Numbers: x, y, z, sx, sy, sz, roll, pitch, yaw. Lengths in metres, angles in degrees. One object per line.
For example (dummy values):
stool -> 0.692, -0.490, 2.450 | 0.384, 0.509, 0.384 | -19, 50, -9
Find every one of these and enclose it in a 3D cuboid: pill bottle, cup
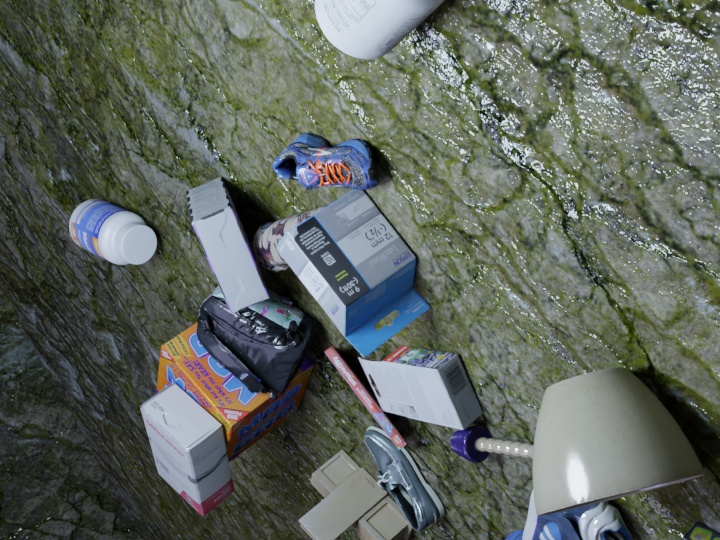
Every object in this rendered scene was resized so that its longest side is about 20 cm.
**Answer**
pill bottle -> 0.039, -0.323, 1.119 | 0.115, 0.114, 0.200 | 57, 149, -2
pill bottle -> -0.508, -0.075, 2.123 | 0.200, 0.112, 0.113 | 21, 135, 45
cup -> 0.288, 0.197, 1.220 | 0.200, 0.199, 0.144 | -41, 58, 59

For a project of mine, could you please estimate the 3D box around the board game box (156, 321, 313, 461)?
board game box -> -0.239, 0.205, 1.924 | 0.200, 0.200, 0.200 | 46, 148, 16

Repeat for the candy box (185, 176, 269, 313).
candy box -> -0.224, -0.046, 1.713 | 0.200, 0.071, 0.168 | -123, 11, -68

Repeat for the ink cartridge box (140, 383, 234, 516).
ink cartridge box -> -0.312, 0.324, 1.862 | 0.145, 0.085, 0.201 | 34, 145, 32

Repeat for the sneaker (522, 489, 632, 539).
sneaker -> 0.309, 0.381, 1.441 | 0.146, 0.080, 0.201 | 30, 142, 34

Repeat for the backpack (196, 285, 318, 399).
backpack -> -0.186, 0.105, 1.797 | 0.199, 0.127, 0.167 | 30, 116, 6

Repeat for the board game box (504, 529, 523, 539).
board game box -> 0.240, 0.541, 1.574 | 0.200, 0.199, 0.043 | 52, 149, 5

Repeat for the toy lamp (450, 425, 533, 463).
toy lamp -> 0.205, 0.258, 1.493 | 0.200, 0.058, 0.058 | -6, 114, 57

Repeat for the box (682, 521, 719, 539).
box -> 0.488, 0.400, 1.252 | 0.200, 0.035, 0.111 | 25, 138, 41

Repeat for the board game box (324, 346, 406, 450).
board game box -> 0.009, 0.212, 1.718 | 0.200, 0.019, 0.103 | 53, 178, 5

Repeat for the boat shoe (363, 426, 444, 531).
boat shoe -> 0.064, 0.362, 1.784 | 0.200, 0.062, 0.073 | 52, 149, 6

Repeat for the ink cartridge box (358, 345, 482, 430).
ink cartridge box -> 0.089, 0.175, 1.586 | 0.200, 0.050, 0.109 | 3, 122, 55

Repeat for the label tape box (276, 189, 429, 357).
label tape box -> 0.000, 0.000, 1.450 | 0.200, 0.143, 0.066 | 51, 149, 9

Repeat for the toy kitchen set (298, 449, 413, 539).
toy kitchen set -> -0.034, 0.494, 1.948 | 0.200, 0.163, 0.181 | 42, 147, 22

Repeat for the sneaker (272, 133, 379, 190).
sneaker -> -0.049, -0.141, 1.450 | 0.200, 0.078, 0.076 | 13, 130, 49

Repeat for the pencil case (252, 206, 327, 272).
pencil case -> -0.094, -0.044, 1.606 | 0.200, 0.078, 0.090 | -9, 97, 57
